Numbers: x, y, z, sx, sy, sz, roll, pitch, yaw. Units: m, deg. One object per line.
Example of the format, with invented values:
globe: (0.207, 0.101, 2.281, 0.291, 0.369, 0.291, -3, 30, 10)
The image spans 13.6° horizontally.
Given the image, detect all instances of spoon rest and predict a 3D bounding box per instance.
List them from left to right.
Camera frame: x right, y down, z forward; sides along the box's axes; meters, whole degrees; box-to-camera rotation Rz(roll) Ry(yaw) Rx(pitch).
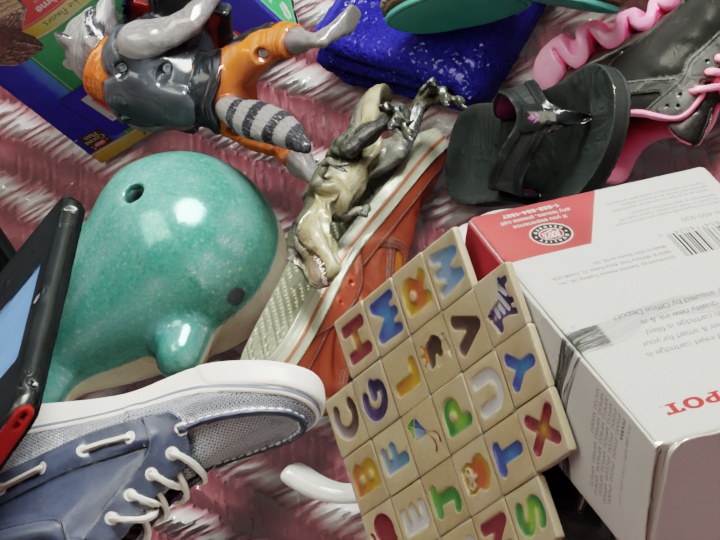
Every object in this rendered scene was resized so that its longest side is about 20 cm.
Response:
spoon rest: (0.038, 0.050, 1.654, 0.061, 0.099, 0.200, 37, 98, 9)

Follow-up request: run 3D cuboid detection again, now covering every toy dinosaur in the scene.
toy dinosaur: (0.009, -0.072, 1.709, 0.088, 0.047, 0.200, -36, 17, 36)

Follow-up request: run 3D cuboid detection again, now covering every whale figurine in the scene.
whale figurine: (-0.142, 0.009, 1.789, 0.200, 0.104, 0.159, -35, 43, -4)

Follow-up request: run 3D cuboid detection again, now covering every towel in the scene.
towel: (0.063, -0.197, 1.820, 0.147, 0.050, 0.201, 15, 72, 45)

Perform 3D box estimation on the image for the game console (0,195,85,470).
game console: (-0.218, 0.070, 1.703, 0.177, 0.031, 0.201, -53, 19, 32)

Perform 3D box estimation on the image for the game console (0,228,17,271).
game console: (-0.288, 0.078, 1.878, 0.199, 0.176, 0.117, -22, 21, 26)

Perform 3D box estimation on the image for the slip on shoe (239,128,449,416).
slip on shoe: (0.000, 0.000, 1.733, 0.074, 0.061, 0.201, -20, 35, 53)

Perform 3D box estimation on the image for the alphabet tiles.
alphabet tiles: (0.042, 0.079, 1.542, 0.200, 0.006, 0.167, -40, 64, 54)

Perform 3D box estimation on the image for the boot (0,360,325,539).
boot: (-0.113, 0.114, 1.661, 0.199, 0.073, 0.091, -13, 53, 17)

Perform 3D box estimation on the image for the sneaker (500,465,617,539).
sneaker: (0.093, 0.075, 1.576, 0.066, 0.090, 0.201, -26, 48, 22)

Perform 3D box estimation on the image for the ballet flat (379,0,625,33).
ballet flat: (0.086, -0.177, 1.696, 0.200, 0.068, 0.076, -1, 80, 55)

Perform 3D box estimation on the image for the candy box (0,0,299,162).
candy box: (-0.163, -0.176, 1.882, 0.169, 0.200, 0.077, -30, 47, 22)

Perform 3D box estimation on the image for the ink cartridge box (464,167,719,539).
ink cartridge box: (0.157, 0.046, 1.499, 0.146, 0.083, 0.200, -12, 38, -22)

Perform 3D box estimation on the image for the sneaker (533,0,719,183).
sneaker: (0.188, -0.115, 1.649, 0.200, 0.079, 0.096, -33, 51, 29)

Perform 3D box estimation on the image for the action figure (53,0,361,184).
action figure: (-0.095, -0.133, 1.787, 0.192, 0.201, 0.105, 12, 45, 24)

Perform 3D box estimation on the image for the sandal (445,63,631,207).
sandal: (0.086, -0.068, 1.655, 0.200, 0.048, 0.076, 164, 112, -64)
